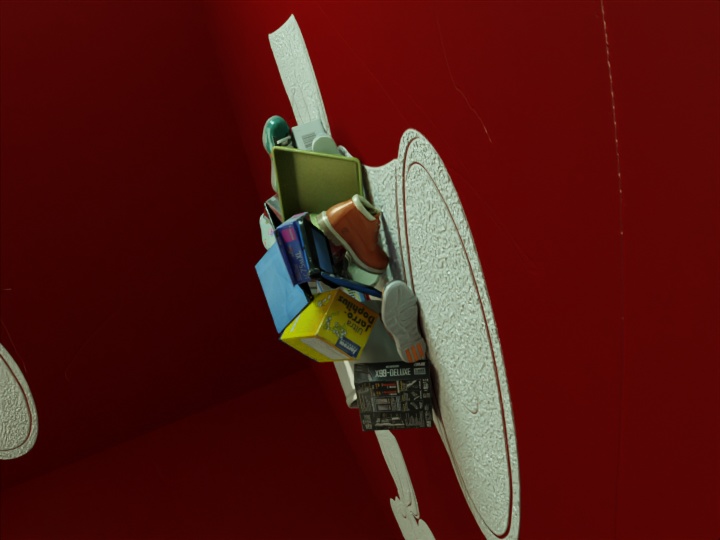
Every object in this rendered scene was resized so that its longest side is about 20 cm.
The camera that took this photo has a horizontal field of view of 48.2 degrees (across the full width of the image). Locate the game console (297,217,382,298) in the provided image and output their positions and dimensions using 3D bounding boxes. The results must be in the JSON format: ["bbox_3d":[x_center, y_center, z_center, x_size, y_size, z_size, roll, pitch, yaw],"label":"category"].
[{"bbox_3d":[-0.032,-0.020,1.598,0.200,0.118,0.171,37,-141,-76],"label":"game console"}]

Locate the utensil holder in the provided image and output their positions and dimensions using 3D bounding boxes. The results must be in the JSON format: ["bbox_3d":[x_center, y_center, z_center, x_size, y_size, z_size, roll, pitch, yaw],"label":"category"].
[{"bbox_3d":[0.015,0.191,1.845,0.170,0.169,0.201,96,153,-68],"label":"utensil holder"}]

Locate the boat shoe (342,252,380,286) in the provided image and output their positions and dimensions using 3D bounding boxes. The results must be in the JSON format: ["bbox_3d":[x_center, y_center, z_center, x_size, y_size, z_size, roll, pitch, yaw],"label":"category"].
[{"bbox_3d":[0.000,0.000,1.794,0.200,0.074,0.063,-116,23,-62],"label":"boat shoe"}]

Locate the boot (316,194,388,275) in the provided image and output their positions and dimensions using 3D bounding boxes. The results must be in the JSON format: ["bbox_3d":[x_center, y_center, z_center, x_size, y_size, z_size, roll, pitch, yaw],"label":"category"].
[{"bbox_3d":[0.014,-0.069,1.602,0.200,0.107,0.075,42,-160,-39],"label":"boot"}]

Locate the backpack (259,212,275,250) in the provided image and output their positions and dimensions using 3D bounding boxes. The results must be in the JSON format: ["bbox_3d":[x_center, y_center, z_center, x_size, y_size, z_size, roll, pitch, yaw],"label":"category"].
[{"bbox_3d":[-0.158,-0.087,2.065,0.153,0.175,0.201,14,-126,-55],"label":"backpack"}]

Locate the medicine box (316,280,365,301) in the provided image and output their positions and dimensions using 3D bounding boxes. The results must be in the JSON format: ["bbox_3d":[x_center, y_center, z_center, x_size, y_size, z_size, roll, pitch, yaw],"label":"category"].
[{"bbox_3d":[-0.037,0.118,2.155,0.200,0.103,0.183,91,156,-66],"label":"medicine box"}]

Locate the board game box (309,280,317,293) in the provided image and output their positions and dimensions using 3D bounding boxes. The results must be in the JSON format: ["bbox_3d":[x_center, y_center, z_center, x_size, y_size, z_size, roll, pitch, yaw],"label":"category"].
[{"bbox_3d":[-0.132,0.010,2.301,0.201,0.147,0.064,79,-165,-44],"label":"board game box"}]

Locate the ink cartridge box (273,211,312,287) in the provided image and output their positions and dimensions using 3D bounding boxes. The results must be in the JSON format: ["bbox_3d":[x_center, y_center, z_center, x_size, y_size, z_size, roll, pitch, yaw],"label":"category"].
[{"bbox_3d":[-0.119,-0.045,1.604,0.200,0.042,0.120,-54,-53,-75],"label":"ink cartridge box"}]

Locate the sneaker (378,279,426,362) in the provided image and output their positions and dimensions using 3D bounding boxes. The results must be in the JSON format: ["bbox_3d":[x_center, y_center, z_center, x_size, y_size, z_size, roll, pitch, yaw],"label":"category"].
[{"bbox_3d":[0.067,0.085,1.612,0.112,0.077,0.201,-126,18,-53],"label":"sneaker"}]

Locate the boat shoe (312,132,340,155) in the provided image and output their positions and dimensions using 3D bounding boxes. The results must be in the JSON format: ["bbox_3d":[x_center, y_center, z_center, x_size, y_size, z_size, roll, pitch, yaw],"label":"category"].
[{"bbox_3d":[-0.054,-0.204,1.742,0.072,0.070,0.202,-90,-15,-67],"label":"boat shoe"}]

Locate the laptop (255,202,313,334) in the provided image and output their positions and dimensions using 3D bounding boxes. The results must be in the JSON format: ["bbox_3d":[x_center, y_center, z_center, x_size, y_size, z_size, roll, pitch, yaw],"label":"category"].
[{"bbox_3d":[-0.185,-0.002,1.697,0.188,0.116,0.200,66,-175,30],"label":"laptop"}]

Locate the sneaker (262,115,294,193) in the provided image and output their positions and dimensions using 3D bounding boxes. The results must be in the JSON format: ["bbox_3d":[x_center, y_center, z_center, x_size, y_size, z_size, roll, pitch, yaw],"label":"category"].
[{"bbox_3d":[-0.166,-0.251,1.825,0.080,0.071,0.201,35,143,43],"label":"sneaker"}]

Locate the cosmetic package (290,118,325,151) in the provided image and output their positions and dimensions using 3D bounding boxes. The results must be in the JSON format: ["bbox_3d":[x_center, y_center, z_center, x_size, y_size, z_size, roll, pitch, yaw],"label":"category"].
[{"bbox_3d":[-0.118,-0.269,1.897,0.200,0.071,0.102,132,118,-78],"label":"cosmetic package"}]

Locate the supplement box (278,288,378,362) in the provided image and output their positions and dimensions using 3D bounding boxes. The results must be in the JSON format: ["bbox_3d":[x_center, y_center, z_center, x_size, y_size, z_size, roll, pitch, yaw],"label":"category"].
[{"bbox_3d":[-0.069,0.119,1.682,0.109,0.110,0.200,33,160,-20],"label":"supplement box"}]

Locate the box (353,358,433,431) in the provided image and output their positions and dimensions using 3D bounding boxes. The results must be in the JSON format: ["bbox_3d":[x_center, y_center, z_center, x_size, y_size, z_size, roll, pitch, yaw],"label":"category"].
[{"bbox_3d":[0.073,0.267,1.701,0.200,0.157,0.050,80,-172,-49],"label":"box"}]

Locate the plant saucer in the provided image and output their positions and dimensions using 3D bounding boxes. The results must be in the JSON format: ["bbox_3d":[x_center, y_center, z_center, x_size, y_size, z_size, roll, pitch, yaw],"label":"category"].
[{"bbox_3d":[-0.075,-0.167,1.667,0.048,0.199,0.201,-56,-30,-45],"label":"plant saucer"}]

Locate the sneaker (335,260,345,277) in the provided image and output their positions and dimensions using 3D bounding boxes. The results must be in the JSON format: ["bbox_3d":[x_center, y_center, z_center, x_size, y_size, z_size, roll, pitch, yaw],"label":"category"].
[{"bbox_3d":[-0.068,-0.047,1.918,0.200,0.076,0.091,41,-158,-42],"label":"sneaker"}]

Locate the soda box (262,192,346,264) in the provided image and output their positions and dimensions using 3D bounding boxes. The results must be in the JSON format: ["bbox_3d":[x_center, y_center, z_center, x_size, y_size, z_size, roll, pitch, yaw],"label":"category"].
[{"bbox_3d":[-0.121,-0.091,1.786,0.200,0.070,0.063,42,146,13],"label":"soda box"}]
